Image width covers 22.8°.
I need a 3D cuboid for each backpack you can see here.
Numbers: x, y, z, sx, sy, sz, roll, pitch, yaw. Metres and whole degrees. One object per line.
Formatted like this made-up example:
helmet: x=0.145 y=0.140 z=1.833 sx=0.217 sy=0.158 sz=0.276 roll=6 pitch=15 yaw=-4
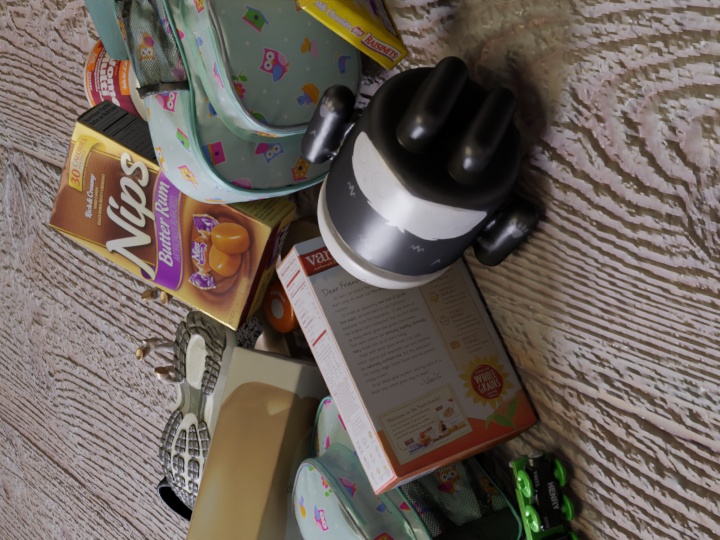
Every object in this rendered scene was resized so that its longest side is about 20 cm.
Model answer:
backpack: x=0.026 y=0.192 z=1.499 sx=0.176 sy=0.152 sz=0.201 roll=102 pitch=149 yaw=-54
backpack: x=-0.088 y=-0.156 z=1.440 sx=0.153 sy=0.175 sz=0.202 roll=5 pitch=106 yaw=51

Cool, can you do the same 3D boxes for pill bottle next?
pill bottle: x=-0.184 y=-0.184 z=1.707 sx=0.200 sy=0.109 sz=0.111 roll=10 pitch=116 yaw=61

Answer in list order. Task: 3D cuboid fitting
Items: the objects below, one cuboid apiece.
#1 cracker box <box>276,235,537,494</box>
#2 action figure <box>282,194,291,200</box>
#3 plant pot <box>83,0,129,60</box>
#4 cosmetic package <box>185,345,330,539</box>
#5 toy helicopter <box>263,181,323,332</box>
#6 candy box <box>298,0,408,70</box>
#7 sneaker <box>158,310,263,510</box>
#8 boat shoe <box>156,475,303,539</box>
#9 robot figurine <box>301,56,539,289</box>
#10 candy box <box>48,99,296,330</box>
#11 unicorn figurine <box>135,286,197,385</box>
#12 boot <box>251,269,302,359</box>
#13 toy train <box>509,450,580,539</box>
cracker box: x=0.035 y=0.058 z=1.406 sx=0.201 sy=0.133 sz=0.058 roll=66 pitch=154 yaw=12
action figure: x=-0.165 y=-0.071 z=1.647 sx=0.200 sy=0.192 sz=0.106 roll=10 pitch=87 yaw=68
plant pot: x=-0.183 y=-0.301 z=1.559 sx=0.200 sy=0.199 sz=0.197 roll=20 pitch=132 yaw=58
cosmetic package: x=-0.085 y=0.174 z=1.568 sx=0.071 sy=0.105 sz=0.202 roll=13 pitch=90 yaw=23
toy helicopter: x=0.000 y=0.000 z=1.534 sx=0.199 sy=0.078 sz=0.133 roll=20 pitch=116 yaw=46
candy box: x=-0.030 y=-0.243 z=1.339 sx=0.026 sy=0.102 sz=0.201 roll=-41 pitch=47 yaw=22
sneaker: x=-0.122 y=0.128 z=1.616 sx=0.077 sy=0.088 sz=0.202 roll=28 pitch=117 yaw=38
boat shoe: x=-0.117 y=0.238 z=1.668 sx=0.199 sy=0.062 sz=0.075 roll=32 pitch=140 yaw=36
robot figurine: x=0.044 y=-0.071 z=1.316 sx=0.151 sy=0.124 sz=0.200 roll=63 pitch=149 yaw=19
candy box: x=-0.166 y=-0.048 z=1.550 sx=0.199 sy=0.056 sz=0.117 roll=29 pitch=124 yaw=11
unicorn figurine: x=-0.167 y=0.064 z=1.842 sx=0.074 sy=0.137 sz=0.201 roll=45 pitch=126 yaw=33
boot: x=-0.117 y=0.044 z=1.707 sx=0.174 sy=0.066 sz=0.201 roll=19 pitch=144 yaw=37
toy train: x=0.153 y=0.234 z=1.400 sx=0.056 sy=0.041 sz=0.202 roll=-162 pitch=57 yaw=-71
